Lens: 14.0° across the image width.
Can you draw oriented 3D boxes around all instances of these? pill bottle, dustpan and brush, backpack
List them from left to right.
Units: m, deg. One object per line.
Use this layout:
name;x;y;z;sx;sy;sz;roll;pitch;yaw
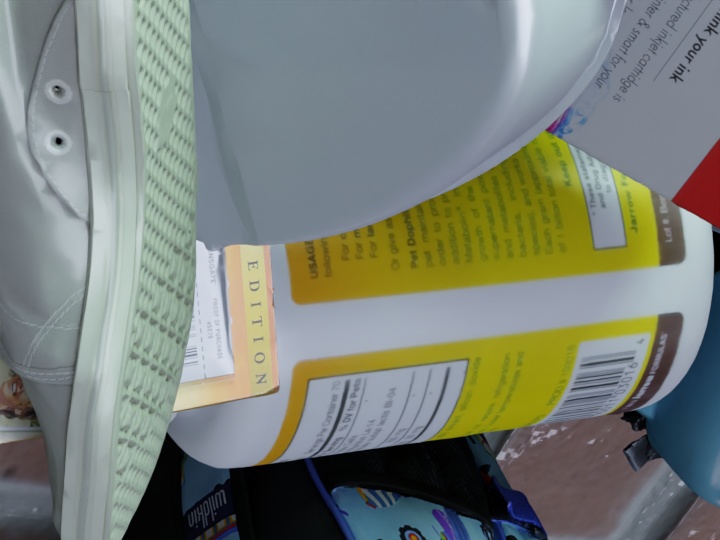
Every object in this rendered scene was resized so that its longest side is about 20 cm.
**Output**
backpack;-0.011;0.141;0.964;0.134;0.200;0.183;11;124;-36
pill bottle;0.000;0.000;0.900;0.199;0.109;0.110;-6;133;-24
dustpan and brush;0.037;-0.077;0.730;0.199;0.057;0.140;0;117;28

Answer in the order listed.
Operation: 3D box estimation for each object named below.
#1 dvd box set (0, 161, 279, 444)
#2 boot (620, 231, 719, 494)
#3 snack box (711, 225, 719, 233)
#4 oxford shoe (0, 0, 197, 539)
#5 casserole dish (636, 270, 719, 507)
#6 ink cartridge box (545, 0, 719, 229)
dvd box set;-0.122;-0.022;0.769;0.199;0.029;0.147;-10;108;-18
boot;0.192;0.009;1.038;0.162;0.074;0.198;17;130;-41
snack box;0.200;-0.046;0.942;0.199;0.142;0.053;-8;107;-23
oxford shoe;-0.074;-0.017;0.732;0.057;0.075;0.201;6;124;9
casserole dish;0.187;0.034;0.977;0.199;0.039;0.121;-6;141;-16
ink cartridge box;0.082;-0.091;0.779;0.199;0.067;0.116;29;137;-5
